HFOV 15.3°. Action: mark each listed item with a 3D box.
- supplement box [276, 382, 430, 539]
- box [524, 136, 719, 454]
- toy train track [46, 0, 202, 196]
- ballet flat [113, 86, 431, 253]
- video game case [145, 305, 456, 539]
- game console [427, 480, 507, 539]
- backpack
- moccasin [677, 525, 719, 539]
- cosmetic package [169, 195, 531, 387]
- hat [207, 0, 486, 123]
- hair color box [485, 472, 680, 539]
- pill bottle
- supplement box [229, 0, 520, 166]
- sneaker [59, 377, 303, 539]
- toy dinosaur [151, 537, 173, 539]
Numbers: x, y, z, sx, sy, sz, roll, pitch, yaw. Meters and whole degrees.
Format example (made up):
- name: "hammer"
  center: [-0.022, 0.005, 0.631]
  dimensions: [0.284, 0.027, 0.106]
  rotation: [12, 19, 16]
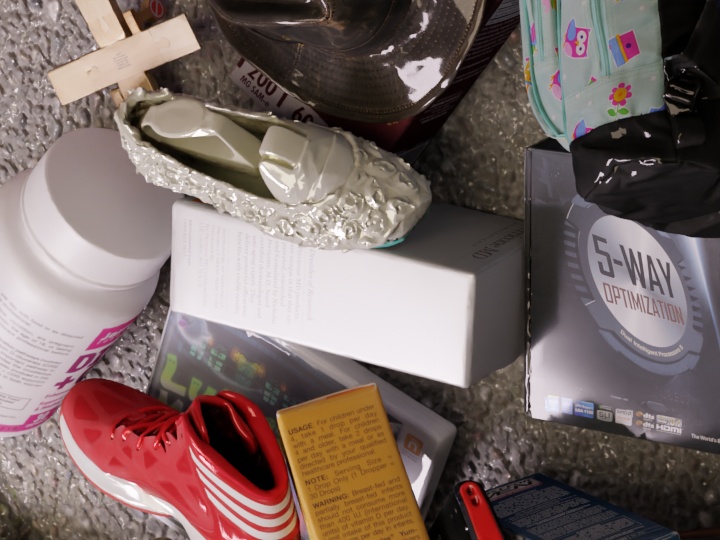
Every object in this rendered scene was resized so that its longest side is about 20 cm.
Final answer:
- name: "supplement box"
  center: [0.011, 0.168, 1.513]
  dimensions: [0.069, 0.067, 0.200]
  rotation: [-19, 77, -6]
- name: "box"
  center: [0.186, 0.016, 1.452]
  dimensions: [0.200, 0.044, 0.161]
  rotation: [10, 111, 29]
- name: "toy train track"
  center: [-0.117, -0.094, 1.619]
  dimensions: [0.115, 0.033, 0.200]
  rotation: [-18, 103, 35]
- name: "ballet flat"
  center: [-0.058, -0.060, 1.485]
  dimensions: [0.200, 0.072, 0.072]
  rotation: [15, 113, 31]
- name: "video game case"
  center: [-0.050, 0.117, 1.640]
  dimensions: [0.200, 0.023, 0.182]
  rotation: [32, 126, 20]
- name: "game console"
  center: [0.079, 0.223, 1.515]
  dimensions: [0.200, 0.031, 0.177]
  rotation: [111, 142, -68]
- name: "backpack"
  center: [0.153, -0.125, 1.350]
  dimensions: [0.126, 0.167, 0.200]
  rotation: [-16, 70, 30]
- name: "moccasin"
  center: [0.245, 0.168, 1.454]
  dimensions: [0.201, 0.078, 0.074]
  rotation: [-14, 83, 39]
- name: "cosmetic package"
  center: [0.000, 0.000, 1.531]
  dimensions: [0.200, 0.101, 0.071]
  rotation: [14, 112, 28]
- name: "hat"
  center: [-0.031, -0.169, 1.433]
  dimensions: [0.200, 0.081, 0.201]
  rotation: [10, 108, 32]
- name: "hair color box"
  center: [0.121, 0.180, 1.470]
  dimensions: [0.200, 0.060, 0.100]
  rotation: [-164, 58, -73]
- name: "pill bottle"
  center: [-0.192, 0.007, 1.633]
  dimensions: [0.113, 0.113, 0.200]
  rotation: [51, 134, 8]
- name: "supplement box"
  center: [0.024, -0.148, 1.491]
  dimensions: [0.109, 0.061, 0.200]
  rotation: [45, 123, 14]
- name: "sneaker"
  center: [-0.104, 0.094, 1.581]
  dimensions: [0.200, 0.078, 0.116]
  rotation: [32, 139, 30]
- name: "toy dinosaur"
  center: [-0.059, 0.182, 1.635]
  dimensions: [0.200, 0.047, 0.088]
  rotation: [21, 137, 25]
